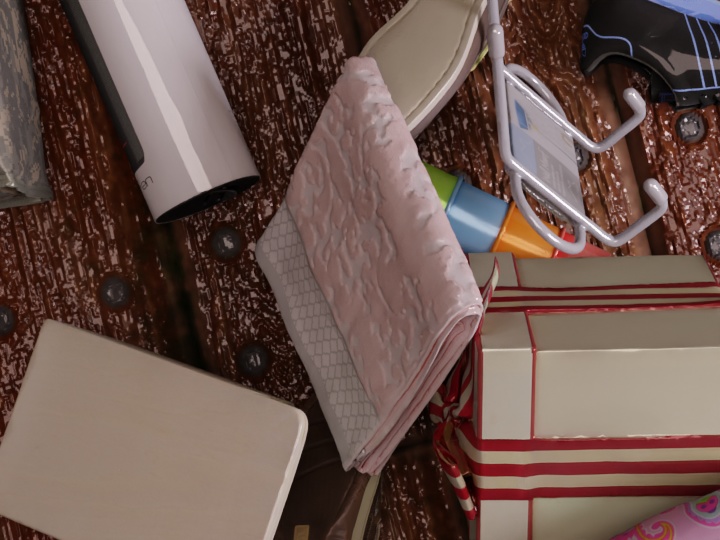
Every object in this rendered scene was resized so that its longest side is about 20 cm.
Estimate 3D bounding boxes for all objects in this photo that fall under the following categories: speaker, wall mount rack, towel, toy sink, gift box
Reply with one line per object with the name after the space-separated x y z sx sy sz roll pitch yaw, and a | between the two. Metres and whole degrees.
-0.141 -0.136 1.260 0.081 0.081 0.201 -24 86 0 | speaker
0.117 -0.109 1.182 0.174 0.200 0.075 38 117 -24 | wall mount rack
0.000 0.000 1.171 0.032 0.191 0.201 -4 54 -29 | towel
-0.120 0.127 1.203 0.199 0.112 0.131 17 86 23 | toy sink
0.135 0.075 1.172 0.186 0.185 0.201 -2 106 0 | gift box

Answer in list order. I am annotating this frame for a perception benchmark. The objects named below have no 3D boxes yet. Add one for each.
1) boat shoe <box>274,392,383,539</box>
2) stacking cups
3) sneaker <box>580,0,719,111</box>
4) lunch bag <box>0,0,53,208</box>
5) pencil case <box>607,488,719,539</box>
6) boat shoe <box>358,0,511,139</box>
-0.019 0.175 1.243 0.074 0.075 0.203 3 66 26 | boat shoe
0.074 -0.031 1.263 0.199 0.061 0.061 26 87 -2 | stacking cups
0.246 -0.138 1.257 0.199 0.070 0.078 21 90 10 | sneaker
-0.325 -0.115 1.248 0.199 0.118 0.165 -9 86 7 | lunch bag
0.181 0.185 1.074 0.199 0.087 0.088 -25 85 11 | pencil case
0.053 -0.156 1.247 0.072 0.060 0.201 19 73 26 | boat shoe
